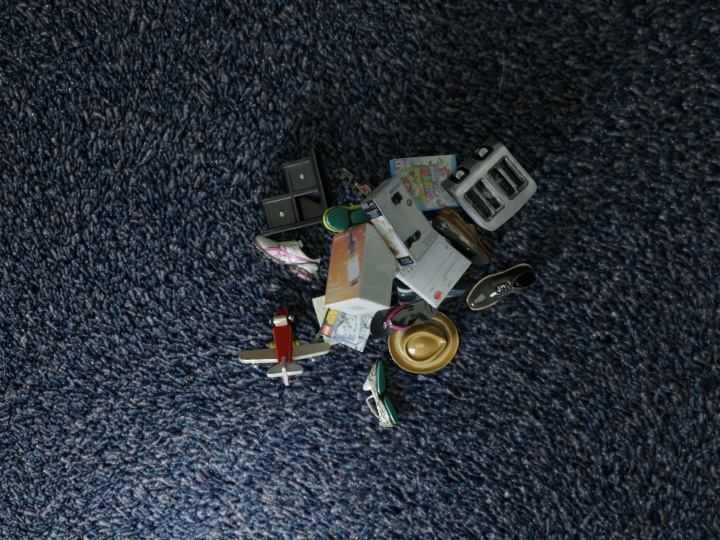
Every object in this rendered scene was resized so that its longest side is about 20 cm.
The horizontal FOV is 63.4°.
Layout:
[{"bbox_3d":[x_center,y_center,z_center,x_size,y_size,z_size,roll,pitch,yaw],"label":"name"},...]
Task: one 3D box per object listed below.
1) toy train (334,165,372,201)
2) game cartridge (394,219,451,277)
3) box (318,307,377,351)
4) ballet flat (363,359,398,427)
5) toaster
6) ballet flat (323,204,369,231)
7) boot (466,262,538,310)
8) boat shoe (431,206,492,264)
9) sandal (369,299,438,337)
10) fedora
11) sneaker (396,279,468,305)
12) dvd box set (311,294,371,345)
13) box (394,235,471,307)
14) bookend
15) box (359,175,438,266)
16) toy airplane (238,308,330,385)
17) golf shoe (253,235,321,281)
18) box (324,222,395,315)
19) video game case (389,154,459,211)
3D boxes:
[{"bbox_3d":[0.010,-0.220,1.632,0.200,0.034,0.046,43,88,0],"label":"toy train"},{"bbox_3d":[0.152,-0.065,1.631,0.199,0.040,0.134,-18,90,7],"label":"game cartridge"},{"bbox_3d":[-0.019,0.108,1.632,0.136,0.040,0.201,22,96,5],"label":"box"},{"bbox_3d":[0.048,0.357,1.675,0.075,0.068,0.201,-14,97,23],"label":"ballet flat"},{"bbox_3d":[0.342,-0.216,1.539,0.181,0.119,0.200,-43,103,7],"label":"toaster"},{"bbox_3d":[-0.046,-0.141,1.564,0.067,0.199,0.067,3,102,40],"label":"ballet flat"},{"bbox_3d":[0.377,0.045,1.565,0.199,0.138,0.078,-36,91,9],"label":"boot"},{"bbox_3d":[0.286,-0.098,1.587,0.200,0.076,0.074,40,70,-16],"label":"boat shoe"},{"bbox_3d":[0.117,0.126,1.585,0.199,0.045,0.076,-20,96,3],"label":"sandal"},{"bbox_3d":[0.177,0.204,1.625,0.199,0.082,0.202,0,97,2],"label":"fedora"},{"bbox_3d":[0.200,0.063,1.634,0.198,0.070,0.082,0,126,1],"label":"sneaker"},{"bbox_3d":[-0.025,0.121,1.670,0.199,0.029,0.147,-17,93,8],"label":"dvd box set"},{"bbox_3d":[0.174,-0.022,1.575,0.200,0.041,0.156,38,84,5],"label":"box"},{"bbox_3d":[-0.191,-0.215,1.623,0.197,0.092,0.201,-12,94,7],"label":"bookend"},{"bbox_3d":[0.101,-0.125,1.482,0.117,0.060,0.201,-45,109,-33],"label":"box"},{"bbox_3d":[-0.212,0.230,1.648,0.199,0.141,0.199,35,67,16],"label":"toy airplane"},{"bbox_3d":[-0.207,-0.054,1.656,0.199,0.073,0.092,30,92,-8],"label":"golf shoe"},{"bbox_3d":[0.000,0.000,1.514,0.106,0.152,0.201,18,68,-33],"label":"box"},{"bbox_3d":[0.176,-0.234,1.570,0.199,0.018,0.144,-9,95,-24],"label":"video game case"}]
